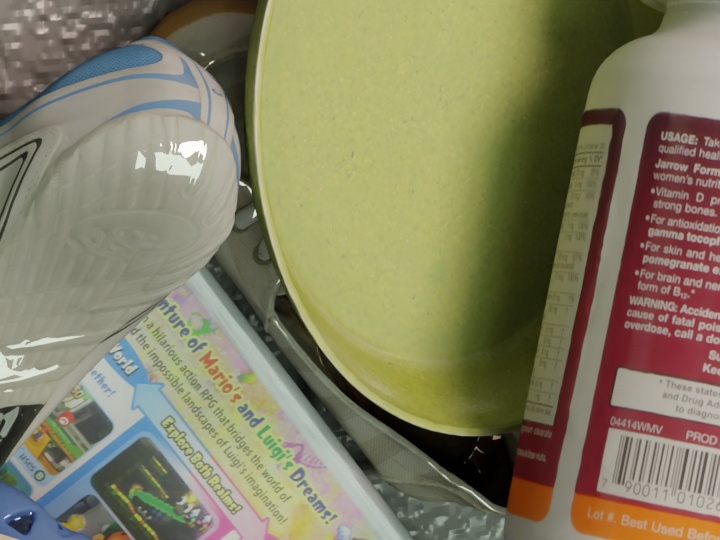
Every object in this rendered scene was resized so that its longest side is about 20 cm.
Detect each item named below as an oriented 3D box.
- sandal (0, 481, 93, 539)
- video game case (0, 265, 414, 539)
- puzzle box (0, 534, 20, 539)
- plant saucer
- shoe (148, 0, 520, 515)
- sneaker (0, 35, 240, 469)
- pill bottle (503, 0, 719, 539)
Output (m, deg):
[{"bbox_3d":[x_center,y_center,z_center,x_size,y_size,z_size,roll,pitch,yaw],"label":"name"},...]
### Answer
[{"bbox_3d":[-0.049,0.130,0.794,0.200,0.079,0.087,45,50,-12],"label":"sandal"},{"bbox_3d":[-0.084,0.100,0.820,0.182,0.024,0.200,-38,109,-5],"label":"video game case"},{"bbox_3d":[-0.128,0.114,0.681,0.200,0.133,0.025,16,129,4],"label":"puzzle box"},{"bbox_3d":[0.035,-0.052,0.789,0.200,0.031,0.200,-7,101,-43],"label":"plant saucer"},{"bbox_3d":[0.000,0.000,0.817,0.070,0.053,0.200,-37,121,-5],"label":"shoe"},{"bbox_3d":[-0.112,0.012,0.747,0.200,0.072,0.072,-38,115,15],"label":"sneaker"},{"bbox_3d":[0.112,-0.004,0.772,0.110,0.110,0.200,13,88,-27],"label":"pill bottle"}]
